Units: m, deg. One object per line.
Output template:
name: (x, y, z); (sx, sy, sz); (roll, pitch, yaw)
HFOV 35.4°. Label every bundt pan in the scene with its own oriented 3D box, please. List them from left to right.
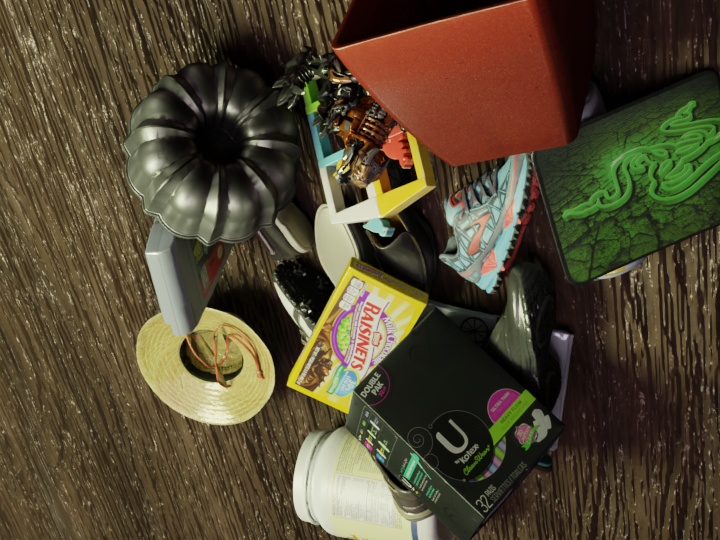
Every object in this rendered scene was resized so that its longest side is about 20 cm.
bundt pan: (-0.152, -0.134, 1.206); (0.201, 0.203, 0.076); (38, 160, -6)

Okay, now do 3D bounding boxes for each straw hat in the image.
straw hat: (-0.188, 0.102, 1.484); (0.197, 0.086, 0.204); (9, 126, 12)

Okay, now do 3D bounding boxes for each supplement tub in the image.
supplement tub: (0.025, 0.282, 1.476); (0.197, 0.146, 0.147); (5, 127, 22)

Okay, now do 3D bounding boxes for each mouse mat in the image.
mouse mat: (0.273, -0.087, 1.096); (0.197, 0.008, 0.163); (-24, 115, -2)

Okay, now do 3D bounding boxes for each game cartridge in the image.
game cartridge: (-0.194, -0.039, 1.305); (0.040, 0.201, 0.135); (-4, 125, 14)

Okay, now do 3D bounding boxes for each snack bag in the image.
snack bag: (0.155, 0.127, 1.380); (0.197, 0.021, 0.191); (12, 128, 18)

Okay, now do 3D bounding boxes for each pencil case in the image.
pencil case: (0.226, -0.090, 1.134); (0.083, 0.091, 0.202); (10, 135, 52)

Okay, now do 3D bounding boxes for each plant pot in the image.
plant pot: (0.119, -0.213, 1.037); (0.197, 0.202, 0.177); (-8, 132, 30)

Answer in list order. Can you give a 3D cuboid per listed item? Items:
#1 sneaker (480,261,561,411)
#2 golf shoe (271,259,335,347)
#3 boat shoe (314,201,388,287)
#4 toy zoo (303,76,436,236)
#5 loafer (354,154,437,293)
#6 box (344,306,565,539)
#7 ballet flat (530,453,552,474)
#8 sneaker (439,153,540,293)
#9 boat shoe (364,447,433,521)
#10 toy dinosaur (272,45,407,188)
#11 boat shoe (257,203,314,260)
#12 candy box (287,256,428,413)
sneaker: (0.174, 0.080, 1.279); (0.090, 0.076, 0.203); (11, 124, 31)
golf shoe: (-0.051, 0.078, 1.406); (0.200, 0.078, 0.094); (47, 130, -11)
boat shoe: (0.000, 0.000, 1.346); (0.066, 0.057, 0.203); (1, 121, 39)
toy zoo: (0.008, -0.134, 1.182); (0.130, 0.020, 0.204); (-20, 80, 36)
loafer: (0.033, -0.044, 1.275); (0.072, 0.073, 0.202); (-7, 121, 29)
box: (0.102, 0.176, 1.278); (0.200, 0.148, 0.125); (42, 157, 15)
ballet flat: (0.136, 0.207, 1.381); (0.198, 0.068, 0.073); (32, 107, 4)
sneaker: (0.134, -0.063, 1.209); (0.094, 0.080, 0.202); (24, 131, 10)
boat shoe: (0.042, 0.209, 1.382); (0.074, 0.201, 0.074); (-28, 139, -6)
toy dinosaur: (0.003, -0.179, 1.122); (0.134, 0.202, 0.103); (1, 141, 34)
boat shoe: (-0.131, -0.091, 1.313); (0.056, 0.067, 0.201); (-22, 116, 29)
candy box: (-0.006, 0.083, 1.335); (0.101, 0.027, 0.202); (23, 125, -7)
